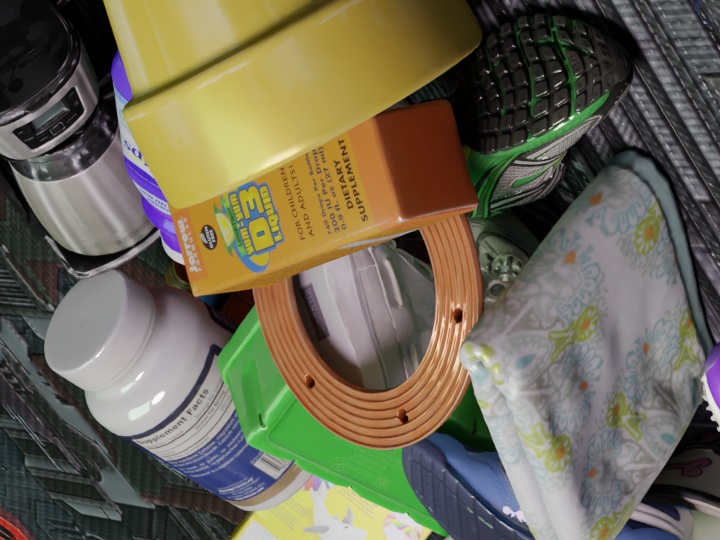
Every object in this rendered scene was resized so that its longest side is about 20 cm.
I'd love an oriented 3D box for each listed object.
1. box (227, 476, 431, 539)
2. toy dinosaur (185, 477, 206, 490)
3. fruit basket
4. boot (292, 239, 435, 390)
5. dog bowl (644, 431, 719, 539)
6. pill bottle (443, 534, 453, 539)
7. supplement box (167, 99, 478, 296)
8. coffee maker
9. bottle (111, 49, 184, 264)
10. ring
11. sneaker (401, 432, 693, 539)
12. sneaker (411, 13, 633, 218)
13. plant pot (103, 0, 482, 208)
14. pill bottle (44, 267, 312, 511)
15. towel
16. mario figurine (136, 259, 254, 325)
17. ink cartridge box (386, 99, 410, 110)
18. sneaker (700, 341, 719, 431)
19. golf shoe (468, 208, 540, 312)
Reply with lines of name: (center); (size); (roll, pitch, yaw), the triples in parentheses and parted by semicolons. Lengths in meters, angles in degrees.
box: (-0.004, 0.173, 1.901); (0.117, 0.048, 0.200); (39, 110, 2)
toy dinosaur: (-0.072, 0.145, 2.006); (0.136, 0.086, 0.200); (43, 148, 8)
fruit basket: (0.012, 0.064, 1.730); (0.216, 0.216, 0.156); (38, 121, 2)
boot: (0.000, 0.000, 1.599); (0.074, 0.096, 0.200); (-18, 85, 48)
dog bowl: (0.262, 0.186, 1.659); (0.200, 0.074, 0.200); (30, 152, 18)
pill bottle: (0.124, 0.210, 1.738); (0.109, 0.109, 0.200); (29, -167, 19)
supplement box: (-0.025, -0.038, 1.467); (0.200, 0.069, 0.067); (-21, 85, 50)
coffee maker: (-0.227, -0.114, 1.706); (0.192, 0.135, 0.200); (23, 159, 31)
bottle: (-0.111, -0.076, 1.627); (0.083, 0.065, 0.200); (29, 152, 17)
ring: (0.005, 0.006, 1.508); (0.200, 0.019, 0.201); (15, 110, 46)
sneaker: (0.119, 0.149, 1.607); (0.200, 0.082, 0.074); (27, 150, 20)
sneaker: (0.096, -0.087, 1.471); (0.085, 0.078, 0.200); (11, 158, -28)
plant pot: (-0.062, -0.163, 1.416); (0.201, 0.201, 0.189); (-14, 107, 58)
pill bottle: (-0.122, 0.080, 1.788); (0.200, 0.111, 0.111); (36, 159, -36)
towel: (0.141, 0.054, 1.499); (0.048, 0.171, 0.200); (15, 143, 36)
mario figurine: (-0.134, 0.075, 1.927); (0.200, 0.106, 0.124); (113, 148, -53)
ink cartridge box: (-0.046, -0.107, 1.621); (0.200, 0.048, 0.146); (47, 152, -11)
sneaker: (0.297, 0.097, 1.496); (0.200, 0.070, 0.100); (39, 146, -8)
golf shoe: (0.117, 0.032, 1.604); (0.078, 0.097, 0.200); (-20, 124, 16)
